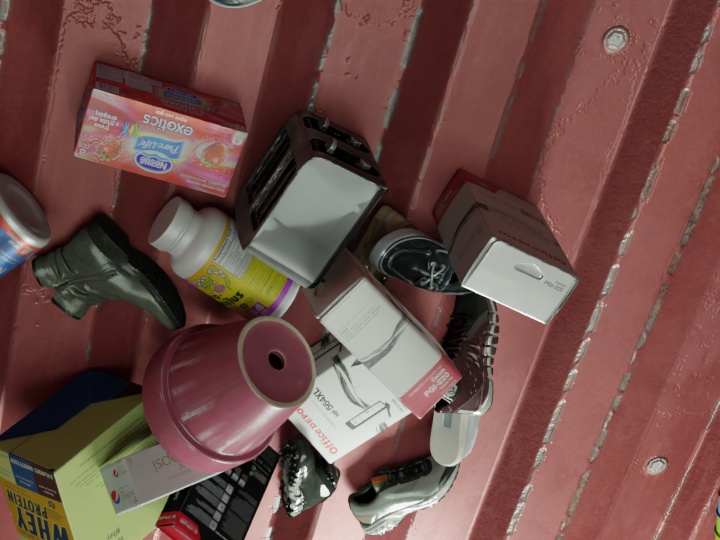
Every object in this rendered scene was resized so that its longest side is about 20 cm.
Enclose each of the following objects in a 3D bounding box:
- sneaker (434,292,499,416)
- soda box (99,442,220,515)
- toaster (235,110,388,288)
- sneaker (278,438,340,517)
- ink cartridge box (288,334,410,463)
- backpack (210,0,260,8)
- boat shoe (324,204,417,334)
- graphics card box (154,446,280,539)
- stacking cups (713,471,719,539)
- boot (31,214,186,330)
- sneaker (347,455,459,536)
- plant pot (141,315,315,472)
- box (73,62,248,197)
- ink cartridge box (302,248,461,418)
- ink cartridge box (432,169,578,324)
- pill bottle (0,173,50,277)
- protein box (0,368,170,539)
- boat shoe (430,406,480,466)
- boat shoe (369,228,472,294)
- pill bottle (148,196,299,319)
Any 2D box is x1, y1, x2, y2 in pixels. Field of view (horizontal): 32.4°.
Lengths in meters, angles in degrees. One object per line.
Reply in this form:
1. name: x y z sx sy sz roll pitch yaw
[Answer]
1. sneaker: 0.132 0.110 1.754 0.115 0.076 0.201 -1 90 -34
2. soda box: -0.249 0.263 1.679 0.064 0.199 0.068 -28 82 41
3. toaster: -0.070 -0.090 1.598 0.118 0.181 0.200 29 109 -21
4. sneaker: -0.073 0.301 1.857 0.090 0.067 0.200 -14 147 -15
5. ink cartridge box: -0.009 0.167 1.804 0.200 0.084 0.146 -34 119 8
6. backpack: -0.152 -0.411 1.417 0.177 0.151 0.200 -36 112 13
7. boat shoe: 0.000 0.000 1.730 0.065 0.072 0.200 40 110 15
8. graphics card box: -0.203 0.317 1.792 0.051 0.201 0.125 -16 130 42
9. stacking cups: 0.623 0.391 2.061 0.060 0.061 0.201 -8 120 -6
10. boot: -0.341 0.027 1.683 0.130 0.068 0.200 -35 112 15
11. sneaker: 0.069 0.333 1.920 0.200 0.074 0.079 -35 114 10
12. plant pot: -0.163 0.150 1.646 0.200 0.201 0.179 34 138 -25
13. box: -0.252 -0.178 1.557 0.199 0.103 0.095 14 116 -19
14. ink cartridge box: 0.026 0.079 1.629 0.085 0.146 0.200 -45 110 4
15. ink cartridge box: 0.191 -0.034 1.663 0.145 0.200 0.085 24 112 -21
16. pill bottle: -0.507 -0.026 1.587 0.200 0.112 0.112 -35 119 9
17. protein box: -0.376 0.283 1.715 0.134 0.198 0.201 14 126 33
18. boat shoe: 0.156 0.194 1.859 0.072 0.068 0.201 8 97 32
19. boat shoe: 0.095 -0.003 1.690 0.200 0.068 0.072 16 113 -50
20. pill bottle: -0.183 -0.015 1.658 0.200 0.104 0.104 35 108 -25
